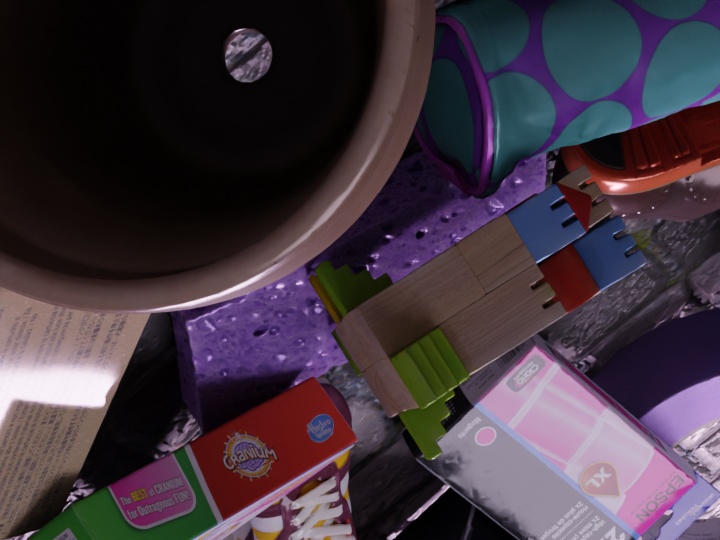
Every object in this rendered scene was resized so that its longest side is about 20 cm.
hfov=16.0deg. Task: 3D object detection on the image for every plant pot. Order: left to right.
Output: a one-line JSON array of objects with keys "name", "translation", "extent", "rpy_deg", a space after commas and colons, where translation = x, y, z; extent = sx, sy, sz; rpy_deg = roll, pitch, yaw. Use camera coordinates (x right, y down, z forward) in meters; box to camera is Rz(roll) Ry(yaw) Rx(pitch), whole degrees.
[{"name": "plant pot", "translation": [-0.062, -0.085, 0.895], "extent": [0.200, 0.200, 0.175], "rpy_deg": [-40, 172, 8]}]

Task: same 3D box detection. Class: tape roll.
[{"name": "tape roll", "translation": [0.226, 0.120, 1.558], "extent": [0.200, 0.066, 0.200], "rpy_deg": [-5, 126, -7]}]

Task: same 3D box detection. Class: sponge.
[{"name": "sponge", "translation": [0.000, 0.000, 1.243], "extent": [0.200, 0.030, 0.112], "rpy_deg": [-28, 151, -13]}]

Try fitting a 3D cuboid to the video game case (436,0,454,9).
[{"name": "video game case", "translation": [0.055, -0.168, 1.049], "extent": [0.200, 0.018, 0.143], "rpy_deg": [-26, 151, -17]}]

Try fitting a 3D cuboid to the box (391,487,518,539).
[{"name": "box", "translation": [0.034, 0.241, 1.481], "extent": [0.197, 0.124, 0.200], "rpy_deg": [-42, -175, 15]}]

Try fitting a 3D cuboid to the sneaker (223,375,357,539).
[{"name": "sneaker", "translation": [-0.026, 0.134, 1.361], "extent": [0.075, 0.090, 0.200], "rpy_deg": [-25, 152, -19]}]

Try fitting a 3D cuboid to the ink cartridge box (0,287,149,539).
[{"name": "ink cartridge box", "translation": [-0.184, 0.043, 1.047], "extent": [0.165, 0.075, 0.200], "rpy_deg": [-13, 147, -35]}]

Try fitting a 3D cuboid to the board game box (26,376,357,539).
[{"name": "board game box", "translation": [-0.111, 0.130, 1.216], "extent": [0.153, 0.040, 0.200], "rpy_deg": [-38, 173, 33]}]

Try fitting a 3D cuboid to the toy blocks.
[{"name": "toy blocks", "translation": [0.063, 0.006, 1.147], "extent": [0.137, 0.100, 0.200], "rpy_deg": [-32, 178, -6]}]

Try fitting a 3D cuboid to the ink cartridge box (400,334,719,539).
[{"name": "ink cartridge box", "translation": [0.122, 0.118, 1.464], "extent": [0.095, 0.037, 0.200], "rpy_deg": [-45, 124, 9]}]

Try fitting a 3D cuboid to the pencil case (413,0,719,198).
[{"name": "pencil case", "translation": [0.113, -0.098, 1.154], "extent": [0.200, 0.085, 0.093], "rpy_deg": [-19, 133, -29]}]

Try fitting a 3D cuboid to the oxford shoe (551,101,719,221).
[{"name": "oxford shoe", "translation": [0.189, -0.067, 1.305], "extent": [0.200, 0.071, 0.073], "rpy_deg": [-8, 152, -16]}]
